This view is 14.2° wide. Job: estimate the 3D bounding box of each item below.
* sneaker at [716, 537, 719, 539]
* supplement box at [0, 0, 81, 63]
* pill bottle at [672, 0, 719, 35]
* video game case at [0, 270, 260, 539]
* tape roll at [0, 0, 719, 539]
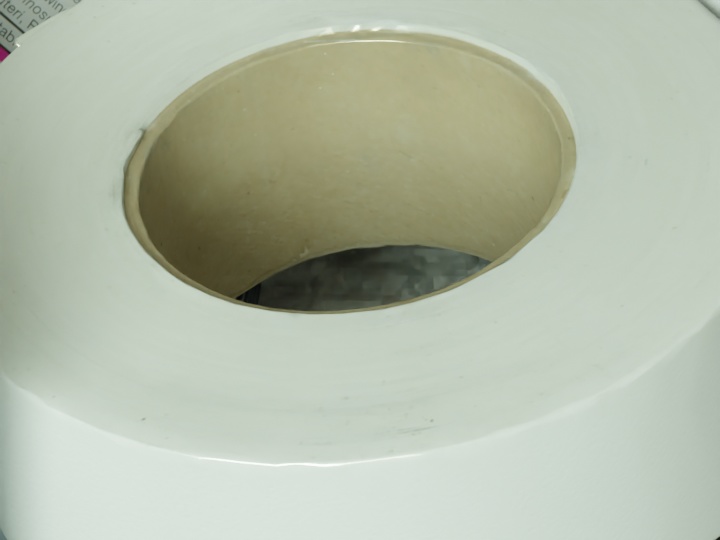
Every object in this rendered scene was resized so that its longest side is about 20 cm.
[{"bbox_3d":[0.095,0.082,0.784,0.074,0.106,0.201,-13,94,14],"label":"sneaker"},{"bbox_3d":[-0.104,-0.038,0.819,0.103,0.101,0.200,41,102,8],"label":"supplement box"},{"bbox_3d":[0.123,-0.085,0.727,0.111,0.111,0.200,-50,54,13],"label":"pill bottle"},{"bbox_3d":[-0.133,0.048,0.720,0.199,0.143,0.019,1,138,10],"label":"video game case"},{"bbox_3d":[0.000,0.000,0.678,0.201,0.203,0.071,3,132,12],"label":"tape roll"}]
